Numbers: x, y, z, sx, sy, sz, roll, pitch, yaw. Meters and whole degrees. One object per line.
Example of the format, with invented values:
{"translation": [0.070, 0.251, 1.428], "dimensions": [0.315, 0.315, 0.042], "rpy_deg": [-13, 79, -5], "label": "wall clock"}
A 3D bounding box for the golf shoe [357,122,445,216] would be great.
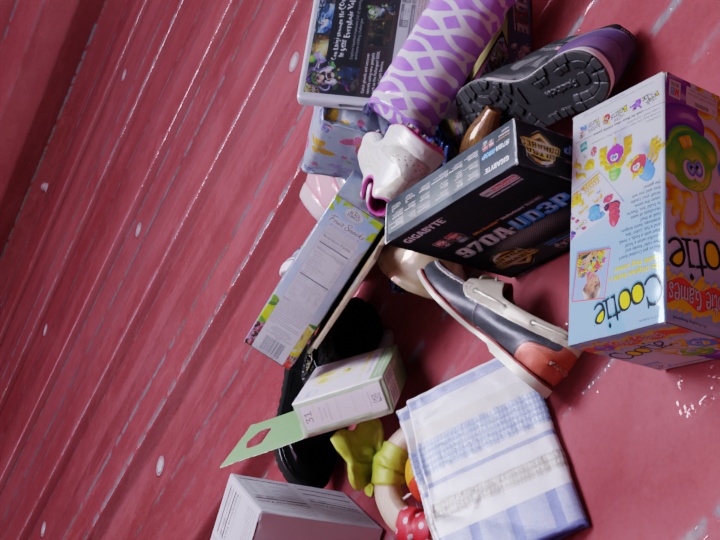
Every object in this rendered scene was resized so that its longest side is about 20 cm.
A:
{"translation": [0.024, -0.102, 1.110], "dimensions": [0.092, 0.075, 0.200], "rpy_deg": [-59, 8, -7], "label": "golf shoe"}

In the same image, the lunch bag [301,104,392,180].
{"translation": [0.005, -0.224, 1.275], "dimensions": [0.170, 0.127, 0.200], "rpy_deg": [124, 163, -72], "label": "lunch bag"}

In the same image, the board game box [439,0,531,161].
{"translation": [0.138, -0.209, 1.161], "dimensions": [0.135, 0.035, 0.200], "rpy_deg": [-30, 51, 53], "label": "board game box"}

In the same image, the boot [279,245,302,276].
{"translation": [-0.037, -0.033, 1.368], "dimensions": [0.200, 0.073, 0.090], "rpy_deg": [-12, 57, 58], "label": "boot"}

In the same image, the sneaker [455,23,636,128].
{"translation": [0.186, -0.186, 1.023], "dimensions": [0.200, 0.076, 0.088], "rpy_deg": [-8, 30, 51], "label": "sneaker"}

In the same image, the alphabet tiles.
{"translation": [0.000, 0.000, 1.156], "dimensions": [0.200, 0.006, 0.166], "rpy_deg": [-56, 4, 29], "label": "alphabet tiles"}

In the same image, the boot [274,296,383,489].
{"translation": [-0.038, 0.150, 1.256], "dimensions": [0.158, 0.079, 0.211], "rpy_deg": [-41, 42, 46], "label": "boot"}

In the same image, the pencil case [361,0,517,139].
{"translation": [0.090, -0.231, 1.094], "dimensions": [0.084, 0.085, 0.200], "rpy_deg": [33, 90, 26], "label": "pencil case"}

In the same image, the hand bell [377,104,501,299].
{"translation": [0.098, -0.079, 1.063], "dimensions": [0.104, 0.104, 0.200], "rpy_deg": [-114, 38, -51], "label": "hand bell"}

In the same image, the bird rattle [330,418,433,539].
{"translation": [0.056, 0.222, 1.034], "dimensions": [0.163, 0.113, 0.200], "rpy_deg": [-42, 41, 19], "label": "bird rattle"}

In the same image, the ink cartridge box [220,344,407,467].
{"translation": [-0.053, 0.146, 1.135], "dimensions": [0.146, 0.200, 0.048], "rpy_deg": [-50, -58, -77], "label": "ink cartridge box"}

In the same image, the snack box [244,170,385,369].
{"translation": [-0.043, -0.005, 1.185], "dimensions": [0.200, 0.068, 0.169], "rpy_deg": [-58, 2, 16], "label": "snack box"}

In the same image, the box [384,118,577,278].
{"translation": [0.141, -0.059, 0.947], "dimensions": [0.200, 0.159, 0.046], "rpy_deg": [-31, 52, 52], "label": "box"}

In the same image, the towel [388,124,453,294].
{"translation": [0.055, -0.089, 1.217], "dimensions": [0.145, 0.024, 0.200], "rpy_deg": [-109, 32, -60], "label": "towel"}

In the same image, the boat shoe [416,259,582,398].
{"translation": [0.130, 0.041, 0.987], "dimensions": [0.063, 0.071, 0.200], "rpy_deg": [-52, 47, 6], "label": "boat shoe"}

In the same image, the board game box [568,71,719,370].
{"translation": [0.238, -0.034, 0.815], "dimensions": [0.105, 0.103, 0.200], "rpy_deg": [-24, 56, 56], "label": "board game box"}

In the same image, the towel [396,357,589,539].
{"translation": [0.118, 0.178, 0.962], "dimensions": [0.147, 0.024, 0.200], "rpy_deg": [-29, 46, 15], "label": "towel"}

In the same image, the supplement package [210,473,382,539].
{"translation": [-0.090, 0.354, 1.167], "dimensions": [0.111, 0.156, 0.200], "rpy_deg": [25, 99, 63], "label": "supplement package"}

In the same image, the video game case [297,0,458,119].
{"translation": [0.032, -0.273, 1.179], "dimensions": [0.023, 0.182, 0.200], "rpy_deg": [76, -159, -72], "label": "video game case"}

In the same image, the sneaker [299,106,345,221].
{"translation": [-0.047, -0.149, 1.425], "dimensions": [0.105, 0.075, 0.200], "rpy_deg": [-44, 44, 36], "label": "sneaker"}
